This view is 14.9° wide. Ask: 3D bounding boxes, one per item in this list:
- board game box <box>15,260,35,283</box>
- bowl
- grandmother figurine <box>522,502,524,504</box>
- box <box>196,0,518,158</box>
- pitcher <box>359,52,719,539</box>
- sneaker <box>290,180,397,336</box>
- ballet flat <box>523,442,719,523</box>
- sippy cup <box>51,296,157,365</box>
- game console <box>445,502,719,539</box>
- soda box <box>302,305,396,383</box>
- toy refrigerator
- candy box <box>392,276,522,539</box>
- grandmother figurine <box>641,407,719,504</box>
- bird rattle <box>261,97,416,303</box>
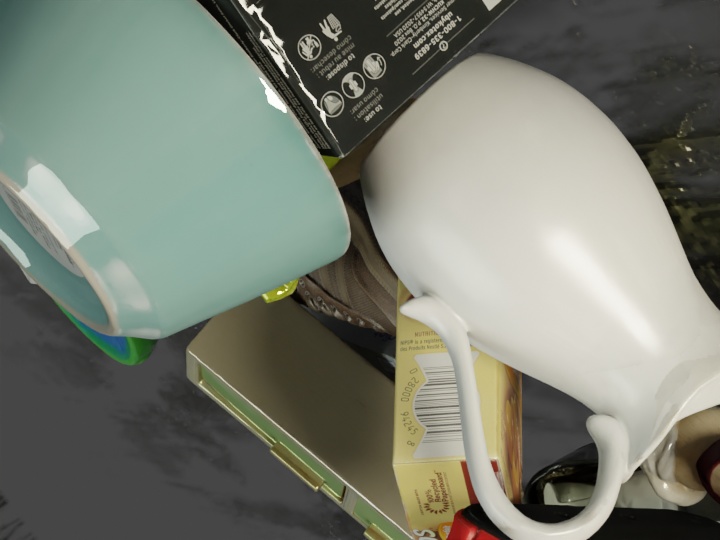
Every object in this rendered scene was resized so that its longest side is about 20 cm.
[{"bbox_3d":[-0.138,-0.106,1.499,0.034,0.200,0.135,3,132,57],"label":"board game box"},{"bbox_3d":[-0.110,-0.047,1.215,0.201,0.105,0.201,43,165,14],"label":"bowl"},{"bbox_3d":[0.053,0.143,1.677,0.200,0.122,0.061,35,176,-30],"label":"grandmother figurine"},{"bbox_3d":[-0.033,-0.147,1.240,0.125,0.148,0.200,55,162,-21],"label":"box"},{"bbox_3d":[0.078,0.013,1.259,0.200,0.171,0.121,47,156,7],"label":"pitcher"},{"bbox_3d":[0.000,0.000,1.561,0.200,0.070,0.076,48,122,37],"label":"sneaker"},{"bbox_3d":[0.147,0.133,1.487,0.200,0.068,0.068,177,84,-68],"label":"ballet flat"},{"bbox_3d":[-0.141,-0.030,1.786,0.140,0.130,0.178,55,162,-15],"label":"sippy cup"},{"bbox_3d":[0.153,0.152,1.278,0.199,0.031,0.177,6,-166,-44],"label":"game console"},{"bbox_3d":[0.011,0.036,1.649,0.064,0.068,0.200,54,163,-24],"label":"soda box"},{"bbox_3d":[-0.007,0.095,1.575,0.200,0.070,0.076,39,166,6],"label":"toy refrigerator"},{"bbox_3d":[0.051,0.039,1.376,0.116,0.055,0.201,76,-166,-55],"label":"candy box"},{"bbox_3d":[0.207,0.110,1.298,0.200,0.061,0.121,30,172,47],"label":"grandmother figurine"},{"bbox_3d":[-0.060,-0.081,1.424,0.200,0.163,0.113,36,136,38],"label":"bird rattle"}]
